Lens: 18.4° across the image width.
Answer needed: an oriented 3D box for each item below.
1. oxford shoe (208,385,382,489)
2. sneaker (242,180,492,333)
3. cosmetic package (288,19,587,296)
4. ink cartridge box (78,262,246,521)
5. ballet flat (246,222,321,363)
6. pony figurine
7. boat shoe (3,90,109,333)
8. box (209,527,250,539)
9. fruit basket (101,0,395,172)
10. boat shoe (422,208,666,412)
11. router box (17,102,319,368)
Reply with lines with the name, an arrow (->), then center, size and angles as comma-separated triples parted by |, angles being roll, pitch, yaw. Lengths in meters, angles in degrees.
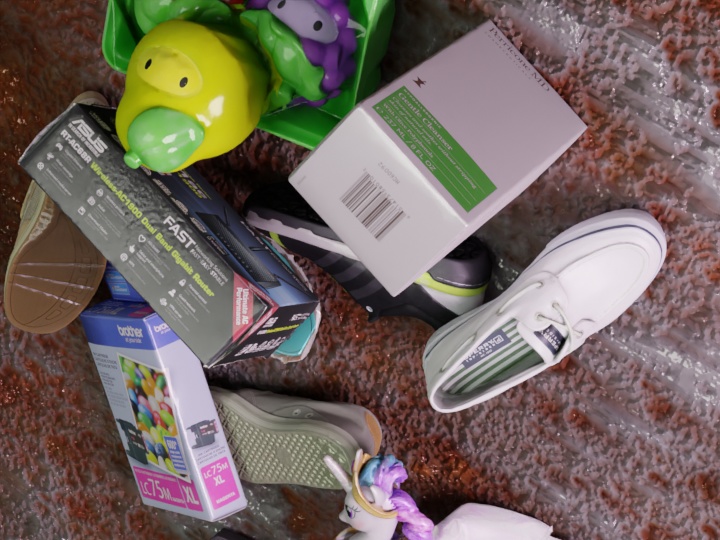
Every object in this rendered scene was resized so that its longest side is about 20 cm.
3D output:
oxford shoe -> -0.060, 0.122, 1.695 | 0.200, 0.058, 0.075 | 7, 122, 43
sneaker -> 0.000, 0.000, 1.597 | 0.200, 0.072, 0.083 | 21, 120, 21
cosmetic package -> 0.053, -0.077, 1.457 | 0.108, 0.200, 0.085 | 47, 126, 2
ink cartridge box -> -0.158, 0.091, 1.717 | 0.119, 0.042, 0.200 | 3, 112, 58
ballet flat -> -0.101, -0.013, 1.658 | 0.200, 0.072, 0.072 | 45, 124, 8
pony figurine -> 0.035, 0.235, 1.612 | 0.193, 0.167, 0.200 | 28, 127, 8
boat shoe -> -0.227, -0.043, 1.716 | 0.072, 0.065, 0.200 | 11, 120, -15
box -> -0.070, 0.327, 1.785 | 0.161, 0.049, 0.200 | 22, 119, 18
fruit basket -> -0.093, -0.156, 1.507 | 0.215, 0.216, 0.156 | 23, 118, 20
boat shoe -> 0.128, 0.037, 1.521 | 0.200, 0.067, 0.074 | -39, 113, 25
router box -> -0.130, -0.025, 1.552 | 0.062, 0.150, 0.200 | -44, 83, 9
